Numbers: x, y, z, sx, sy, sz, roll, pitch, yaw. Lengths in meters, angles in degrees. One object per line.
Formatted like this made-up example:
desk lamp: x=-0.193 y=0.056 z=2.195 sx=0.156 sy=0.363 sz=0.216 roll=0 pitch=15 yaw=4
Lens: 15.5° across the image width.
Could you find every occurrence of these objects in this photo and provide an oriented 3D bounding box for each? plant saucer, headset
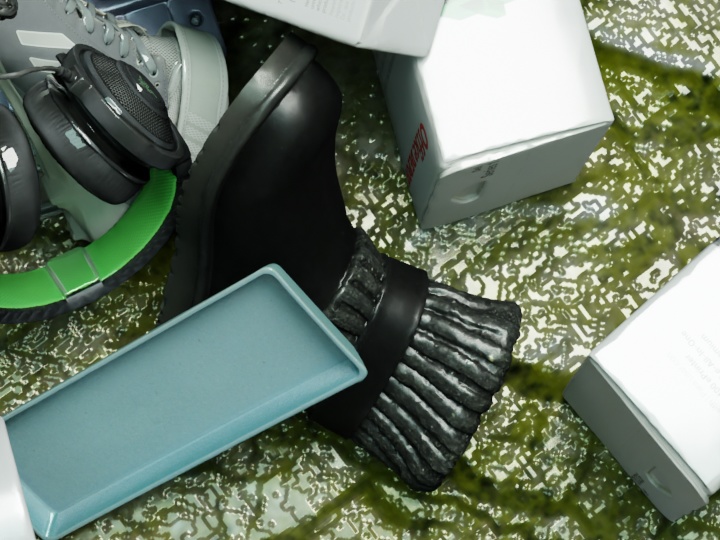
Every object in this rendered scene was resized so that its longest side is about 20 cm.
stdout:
plant saucer: x=-0.091 y=0.059 z=1.182 sx=0.200 sy=0.019 sz=0.070 roll=-29 pitch=115 yaw=29
headset: x=-0.142 y=-0.060 z=1.113 sx=0.123 sy=0.200 sz=0.094 roll=-26 pitch=58 yaw=-13

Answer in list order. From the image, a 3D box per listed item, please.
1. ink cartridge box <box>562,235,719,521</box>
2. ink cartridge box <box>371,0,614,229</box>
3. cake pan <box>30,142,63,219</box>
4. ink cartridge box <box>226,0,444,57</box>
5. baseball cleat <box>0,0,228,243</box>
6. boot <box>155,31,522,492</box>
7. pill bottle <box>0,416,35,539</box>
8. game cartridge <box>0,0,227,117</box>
ink cartridge box: x=0.194 y=0.013 z=1.191 sx=0.200 sy=0.145 sz=0.084 roll=-41 pitch=83 yaw=-6
ink cartridge box: x=0.044 y=-0.134 z=1.213 sx=0.084 sy=0.146 sz=0.201 roll=-15 pitch=82 yaw=-5
cake pan: x=-0.176 y=-0.123 z=1.262 sx=0.199 sy=0.037 sz=0.201 roll=0 pitch=81 yaw=-1
ink cartridge box: x=-0.051 y=-0.178 z=1.136 sx=0.200 sy=0.067 sz=0.116 roll=23 pitch=102 yaw=28
baseball cleat: x=-0.122 y=-0.103 z=1.168 sx=0.106 sy=0.200 sz=0.070 roll=-27 pitch=43 yaw=-5
boot: x=0.001 y=-0.001 z=1.174 sx=0.157 sy=0.211 sz=0.080 roll=28 pitch=54 yaw=8
pill bottle: x=-0.235 y=0.131 z=1.106 sx=0.199 sy=0.114 sz=0.115 roll=-14 pitch=82 yaw=-8
game cartridge: x=-0.152 y=-0.174 z=1.236 sx=0.129 sy=0.038 sz=0.201 roll=-17 pitch=82 yaw=-8
